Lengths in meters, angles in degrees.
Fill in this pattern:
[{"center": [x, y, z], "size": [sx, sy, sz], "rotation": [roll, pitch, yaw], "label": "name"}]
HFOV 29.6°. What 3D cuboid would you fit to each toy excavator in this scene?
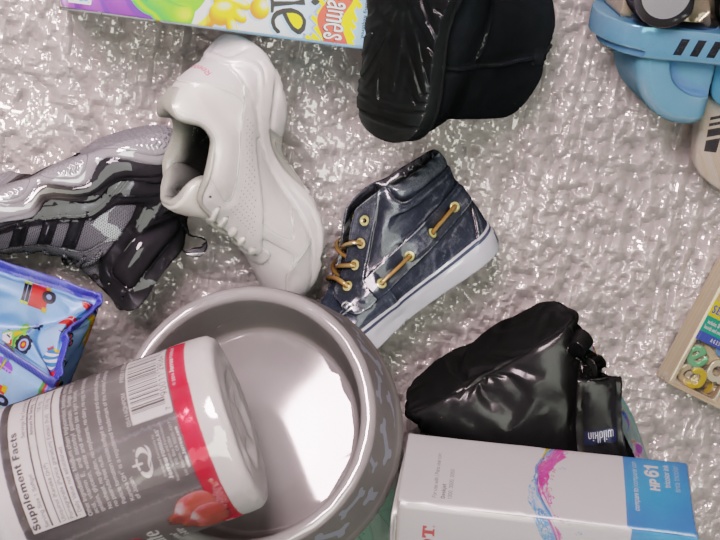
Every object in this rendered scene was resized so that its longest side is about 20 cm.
[{"center": [0.253, -0.134, 1.002], "size": [0.192, 0.100, 0.202], "rotation": [4, 116, -10], "label": "toy excavator"}]

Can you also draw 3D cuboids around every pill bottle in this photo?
[{"center": [-0.164, 0.123, 0.829], "size": [0.198, 0.111, 0.112], "rotation": [-20, 107, 2], "label": "pill bottle"}]

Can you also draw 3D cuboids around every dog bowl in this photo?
[{"center": [-0.072, 0.103, 0.911], "size": [0.197, 0.059, 0.203], "rotation": [-2, 74, 7], "label": "dog bowl"}]

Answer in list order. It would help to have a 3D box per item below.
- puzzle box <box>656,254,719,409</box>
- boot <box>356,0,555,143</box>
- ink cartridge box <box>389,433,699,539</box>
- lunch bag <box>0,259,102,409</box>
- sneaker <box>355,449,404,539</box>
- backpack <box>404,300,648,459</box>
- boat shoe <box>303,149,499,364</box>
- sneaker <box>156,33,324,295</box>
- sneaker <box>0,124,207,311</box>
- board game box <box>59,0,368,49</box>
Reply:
[{"center": [0.352, 0.067, 1.097], "size": [0.198, 0.025, 0.134], "rotation": [24, 97, -16], "label": "puzzle box"}, {"center": [0.074, -0.188, 0.905], "size": [0.076, 0.168, 0.202], "rotation": [22, 116, 26], "label": "boot"}, {"center": [0.119, 0.200, 0.937], "size": [0.197, 0.085, 0.146], "rotation": [5, 121, 4], "label": "ink cartridge box"}, {"center": [-0.295, 0.050, 0.916], "size": [0.198, 0.094, 0.151], "rotation": [26, 128, -5], "label": "lunch bag"}, {"center": [-0.015, 0.175, 1.027], "size": [0.200, 0.074, 0.118], "rotation": [38, 102, -12], "label": "sneaker"}, {"center": [0.143, 0.134, 1.018], "size": [0.166, 0.127, 0.201], "rotation": [-29, 109, 18], "label": "backpack"}, {"center": [0.000, 0.000, 0.989], "size": [0.200, 0.071, 0.091], "rotation": [-37, 105, -11], "label": "boat shoe"}, {"center": [-0.091, -0.053, 0.927], "size": [0.099, 0.078, 0.202], "rotation": [-36, 125, -28], "label": "sneaker"}, {"center": [-0.204, -0.018, 0.939], "size": [0.198, 0.076, 0.115], "rotation": [-21, 107, -5], "label": "sneaker"}, {"center": [-0.093, -0.213, 0.897], "size": [0.198, 0.105, 0.104], "rotation": [5, 102, -13], "label": "board game box"}]
